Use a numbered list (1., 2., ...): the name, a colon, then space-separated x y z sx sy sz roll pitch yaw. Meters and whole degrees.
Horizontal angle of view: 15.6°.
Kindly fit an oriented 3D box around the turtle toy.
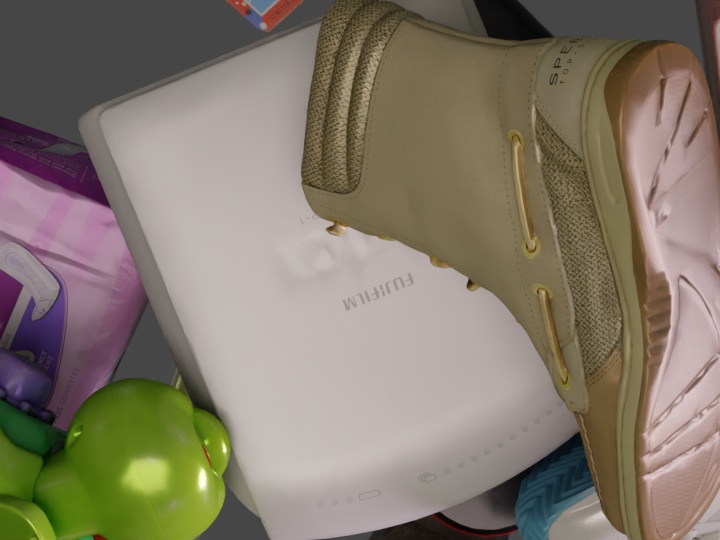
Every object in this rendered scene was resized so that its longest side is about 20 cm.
1. turtle toy: -0.143 0.090 1.038 0.200 0.101 0.146 -8 111 35

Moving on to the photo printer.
1. photo printer: 0.000 0.000 1.047 0.166 0.069 0.200 -22 91 -3

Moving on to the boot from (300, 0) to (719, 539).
1. boot: 0.057 -0.001 0.962 0.155 0.073 0.200 15 129 38

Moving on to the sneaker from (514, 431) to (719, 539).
1. sneaker: 0.157 0.083 1.056 0.200 0.076 0.081 -18 101 -20

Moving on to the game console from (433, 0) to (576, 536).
1. game console: 0.044 -0.009 1.096 0.200 0.031 0.177 45 93 -3

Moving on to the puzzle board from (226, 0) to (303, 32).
1. puzzle board: -0.030 -0.190 0.952 0.151 0.017 0.200 42 128 -13

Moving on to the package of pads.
1. package of pads: -0.166 0.035 1.126 0.120 0.076 0.200 23 107 -6

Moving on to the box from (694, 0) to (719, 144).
1. box: 0.190 -0.067 1.008 0.109 0.200 0.128 -9 107 7

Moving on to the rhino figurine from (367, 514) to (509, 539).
1. rhino figurine: 0.009 0.161 1.160 0.087 0.060 0.200 14 104 -1
